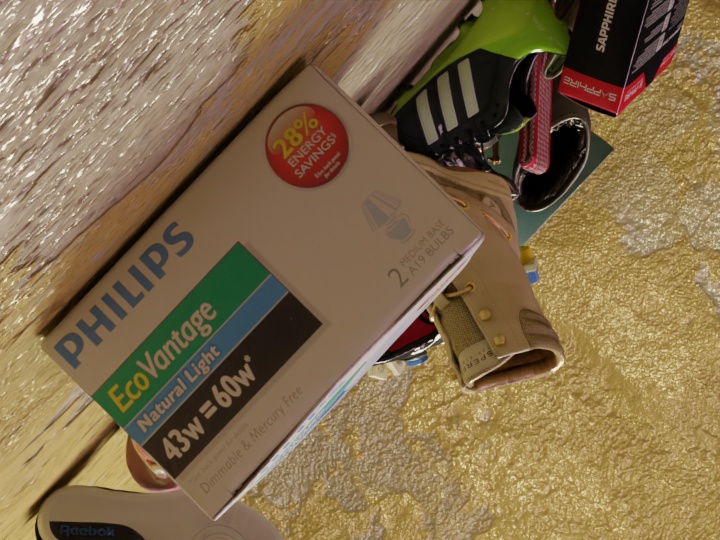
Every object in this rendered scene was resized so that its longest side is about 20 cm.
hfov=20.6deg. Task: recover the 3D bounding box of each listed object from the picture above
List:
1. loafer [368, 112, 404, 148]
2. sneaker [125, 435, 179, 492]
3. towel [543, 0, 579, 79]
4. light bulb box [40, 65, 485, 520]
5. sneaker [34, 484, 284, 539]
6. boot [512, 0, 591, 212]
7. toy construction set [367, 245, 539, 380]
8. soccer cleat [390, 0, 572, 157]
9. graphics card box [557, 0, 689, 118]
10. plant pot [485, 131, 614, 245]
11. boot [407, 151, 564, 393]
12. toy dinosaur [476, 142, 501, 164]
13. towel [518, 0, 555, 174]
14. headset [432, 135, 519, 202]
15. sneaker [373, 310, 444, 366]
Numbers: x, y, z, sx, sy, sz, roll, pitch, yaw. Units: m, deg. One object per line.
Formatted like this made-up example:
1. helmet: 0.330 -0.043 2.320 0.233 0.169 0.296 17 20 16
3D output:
1. loafer: -0.038 -0.017 1.266 0.200 0.067 0.076 -46 177 -6
2. sneaker: -0.153 0.125 1.534 0.104 0.076 0.200 -25 169 -43
3. towel: 0.192 -0.234 1.508 0.153 0.023 0.200 -55 -174 24
4. light bulb box: -0.045 0.014 1.050 0.198 0.125 0.200 -46 178 0
5. sneaker: -0.162 0.210 1.598 0.112 0.199 0.074 146 -44 -75
6. boot: 0.180 -0.163 1.715 0.200 0.072 0.183 -63 175 -67
7. toy construction set: 0.051 0.039 1.702 0.199 0.093 0.131 -24 -173 43
8. soccer cleat: 0.070 -0.112 1.382 0.200 0.081 0.068 -48 176 31
9. graphics card box: 0.193 -0.216 1.318 0.125 0.051 0.201 -42 150 -53
10. plant pot: 0.148 -0.099 2.067 0.200 0.135 0.200 -46 177 -3
11. boot: 0.049 0.004 1.359 0.199 0.156 0.073 7 146 -44
12. toy dinosaur: 0.112 -0.152 1.734 0.106 0.060 0.201 130 -16 -70
13. towel: 0.133 -0.147 1.529 0.200 0.022 0.146 -11 102 -82
14. headset: 0.084 -0.100 1.592 0.124 0.094 0.200 -47 -172 6
15. sneaker: -0.003 0.047 1.572 0.199 0.077 0.084 -24 169 15
